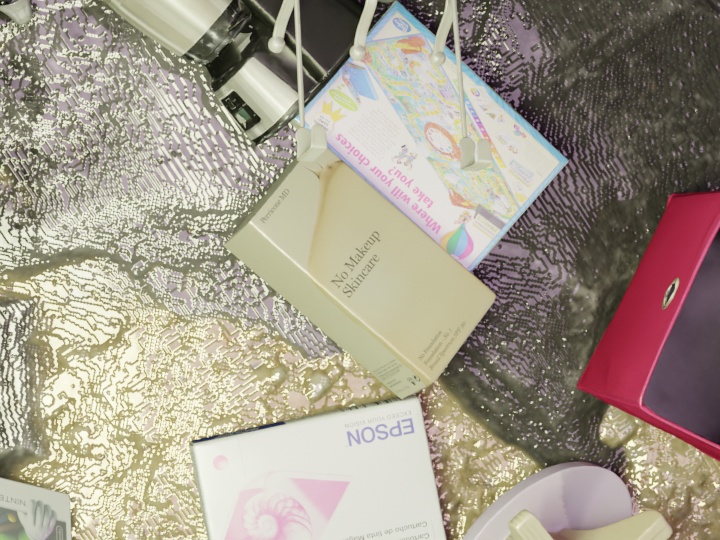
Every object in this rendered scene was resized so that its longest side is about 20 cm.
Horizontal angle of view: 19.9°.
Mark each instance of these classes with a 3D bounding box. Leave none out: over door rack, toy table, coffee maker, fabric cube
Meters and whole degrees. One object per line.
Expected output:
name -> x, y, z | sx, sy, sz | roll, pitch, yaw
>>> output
over door rack -> 0.009, -0.159, 1.575 | 0.147, 0.067, 0.201 | 2, 61, -19
toy table -> 0.163, 0.251, 1.687 | 0.184, 0.117, 0.200 | 39, 83, -22
coffee maker -> -0.090, -0.233, 1.647 | 0.200, 0.135, 0.192 | 40, 95, -12
fabric cube -> 0.323, 0.059, 1.683 | 0.200, 0.199, 0.197 | 27, 88, -8

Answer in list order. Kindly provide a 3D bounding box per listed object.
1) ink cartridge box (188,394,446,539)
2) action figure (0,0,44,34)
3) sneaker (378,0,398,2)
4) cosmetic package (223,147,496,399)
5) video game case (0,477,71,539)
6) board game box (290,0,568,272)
ink cartridge box -> -0.028, 0.220, 1.714 | 0.196, 0.043, 0.201 | -12, 91, -8
action figure -> -0.314, -0.281, 1.658 | 0.130, 0.069, 0.200 | -31, 98, -14
sneaker -> 0.050, -0.324, 1.681 | 0.074, 0.118, 0.201 | 12, 88, -7
cosmetic package -> 0.000, 0.000, 1.687 | 0.200, 0.073, 0.104 | 40, 65, -8
video game case -> -0.297, 0.250, 1.591 | 0.182, 0.023, 0.201 | 21, 52, -41
board game box -> 0.057, -0.109, 1.726 | 0.200, 0.034, 0.135 | 43, 85, -6
